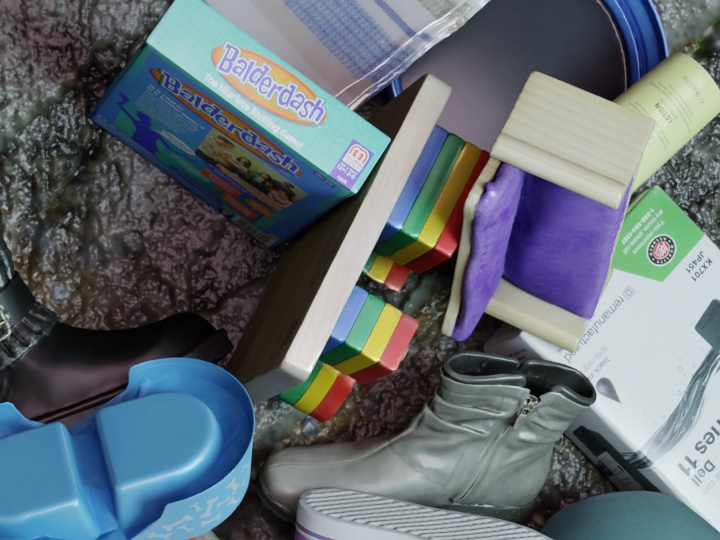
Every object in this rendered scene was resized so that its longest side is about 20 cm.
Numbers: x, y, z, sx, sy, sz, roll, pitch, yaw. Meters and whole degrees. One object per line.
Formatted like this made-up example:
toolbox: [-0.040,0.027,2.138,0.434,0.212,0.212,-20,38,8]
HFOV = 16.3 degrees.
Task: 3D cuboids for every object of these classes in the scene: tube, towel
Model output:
tube: [0.151,-0.063,1.645,0.200,0.052,0.058,-39,50,-11]
towel: [-0.007,-0.186,1.644,0.200,0.024,0.147,-40,73,-12]

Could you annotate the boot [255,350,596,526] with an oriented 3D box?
boot: [0.040,0.099,1.579,0.199,0.131,0.068,2,41,-20]

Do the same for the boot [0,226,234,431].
boot: [-0.197,0.028,1.554,0.211,0.079,0.158,-22,87,-18]

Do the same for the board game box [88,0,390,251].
board game box: [-0.079,-0.088,1.544,0.152,0.200,0.045,36,73,-8]

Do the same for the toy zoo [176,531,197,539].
toy zoo: [-0.148,0.192,1.450,0.131,0.020,0.200,-27,48,-15]

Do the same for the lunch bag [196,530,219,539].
lunch bag: [-0.144,0.239,1.505,0.200,0.139,0.168,-30,66,-18]

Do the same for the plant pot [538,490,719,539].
plant pot: [0.170,0.219,1.583,0.200,0.200,0.135,2,58,-15]

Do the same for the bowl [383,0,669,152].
bowl: [0.108,-0.139,1.690,0.200,0.039,0.201,2,81,-15]

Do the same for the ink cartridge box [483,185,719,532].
ink cartridge box: [0.206,0.067,1.659,0.200,0.083,0.147,45,73,-5]

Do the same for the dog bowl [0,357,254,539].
dog bowl: [-0.155,0.121,1.469,0.199,0.050,0.112,-17,46,-4]

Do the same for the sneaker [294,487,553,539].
sneaker: [0.051,0.207,1.521,0.200,0.073,0.115,13,107,27]

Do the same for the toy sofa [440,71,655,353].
toy sofa: [0.111,-0.020,1.512,0.083,0.200,0.098,23,63,9]

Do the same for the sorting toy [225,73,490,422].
sorting toy: [0.000,0.000,1.552,0.069,0.199,0.200,29,75,-9]
